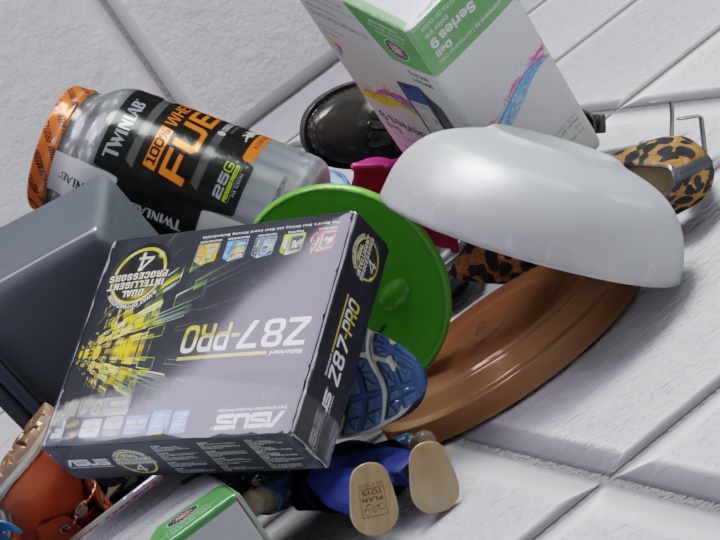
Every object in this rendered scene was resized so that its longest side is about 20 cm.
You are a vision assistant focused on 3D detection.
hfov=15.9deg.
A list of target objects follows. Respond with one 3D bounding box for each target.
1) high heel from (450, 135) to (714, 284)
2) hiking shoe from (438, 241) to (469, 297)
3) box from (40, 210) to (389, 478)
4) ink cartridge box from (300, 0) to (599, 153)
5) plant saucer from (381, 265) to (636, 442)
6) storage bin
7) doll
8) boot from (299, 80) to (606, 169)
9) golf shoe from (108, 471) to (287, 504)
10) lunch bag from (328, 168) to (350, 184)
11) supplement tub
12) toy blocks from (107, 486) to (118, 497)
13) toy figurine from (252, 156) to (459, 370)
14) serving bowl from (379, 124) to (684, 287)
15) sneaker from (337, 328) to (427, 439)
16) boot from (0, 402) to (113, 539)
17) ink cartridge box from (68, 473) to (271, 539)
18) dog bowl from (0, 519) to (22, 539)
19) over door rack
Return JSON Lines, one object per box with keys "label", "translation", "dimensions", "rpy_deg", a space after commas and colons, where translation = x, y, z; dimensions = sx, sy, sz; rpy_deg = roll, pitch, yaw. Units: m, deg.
{"label": "high heel", "translation": [0.147, -0.039, 1.765], "dimensions": [0.199, 0.072, 0.143], "rpy_deg": [-24, -1, 7]}
{"label": "hiking shoe", "translation": [0.023, -0.013, 2.020], "dimensions": [0.076, 0.101, 0.200], "rpy_deg": [-39, 11, -19]}
{"label": "box", "translation": [-0.091, 0.049, 1.612], "dimensions": [0.199, 0.049, 0.162], "rpy_deg": [-5, 56, 34]}
{"label": "ink cartridge box", "translation": [0.058, -0.144, 1.754], "dimensions": [0.088, 0.200, 0.145], "rpy_deg": [-47, 43, -11]}
{"label": "plant saucer", "translation": [0.094, 0.047, 1.718], "dimensions": [0.200, 0.032, 0.200], "rpy_deg": [-34, 10, 6]}
{"label": "storage bin", "translation": [-0.183, 0.033, 1.794], "dimensions": [0.134, 0.200, 0.146], "rpy_deg": [-30, 28, 17]}
{"label": "doll", "translation": [-0.009, 0.131, 1.602], "dimensions": [0.136, 0.049, 0.200], "rpy_deg": [-17, 3, -16]}
{"label": "boot", "translation": [0.067, -0.112, 1.939], "dimensions": [0.198, 0.070, 0.174], "rpy_deg": [-6, 7, -16]}
{"label": "golf shoe", "translation": [-0.111, 0.141, 1.828], "dimensions": [0.199, 0.078, 0.095], "rpy_deg": [-31, 11, 19]}
{"label": "lunch bag", "translation": [-0.095, -0.022, 2.000], "dimensions": [0.160, 0.083, 0.200], "rpy_deg": [-36, 31, -17]}
{"label": "supplement tub", "translation": [-0.131, -0.055, 1.855], "dimensions": [0.123, 0.199, 0.123], "rpy_deg": [20, -90, -82]}
{"label": "toy blocks", "translation": [-0.243, 0.182, 2.067], "dimensions": [0.137, 0.100, 0.200], "rpy_deg": [-43, 7, 24]}
{"label": "toy figurine", "translation": [0.000, 0.000, 1.781], "dimensions": [0.200, 0.150, 0.184], "rpy_deg": [-49, 0, 28]}
{"label": "serving bowl", "translation": [0.116, -0.049, 1.631], "dimensions": [0.200, 0.199, 0.066], "rpy_deg": [-105, 31, -79]}
{"label": "sneaker", "translation": [-0.043, 0.081, 1.663], "dimensions": [0.199, 0.078, 0.085], "rpy_deg": [-9, -14, 24]}
{"label": "boot", "translation": [-0.193, 0.158, 1.722], "dimensions": [0.075, 0.107, 0.200], "rpy_deg": [-56, -8, -24]}
{"label": "ink cartridge box", "translation": [-0.129, 0.198, 1.595], "dimensions": [0.146, 0.084, 0.200], "rpy_deg": [-36, 9, -8]}
{"label": "dog bowl", "translation": [-0.257, 0.217, 1.687], "dimensions": [0.112, 0.049, 0.200], "rpy_deg": [-53, -29, -11]}
{"label": "over door rack", "translation": [0.162, -0.061, 1.926], "dimensions": [0.199, 0.067, 0.148], "rpy_deg": [-21, 10, -1]}
